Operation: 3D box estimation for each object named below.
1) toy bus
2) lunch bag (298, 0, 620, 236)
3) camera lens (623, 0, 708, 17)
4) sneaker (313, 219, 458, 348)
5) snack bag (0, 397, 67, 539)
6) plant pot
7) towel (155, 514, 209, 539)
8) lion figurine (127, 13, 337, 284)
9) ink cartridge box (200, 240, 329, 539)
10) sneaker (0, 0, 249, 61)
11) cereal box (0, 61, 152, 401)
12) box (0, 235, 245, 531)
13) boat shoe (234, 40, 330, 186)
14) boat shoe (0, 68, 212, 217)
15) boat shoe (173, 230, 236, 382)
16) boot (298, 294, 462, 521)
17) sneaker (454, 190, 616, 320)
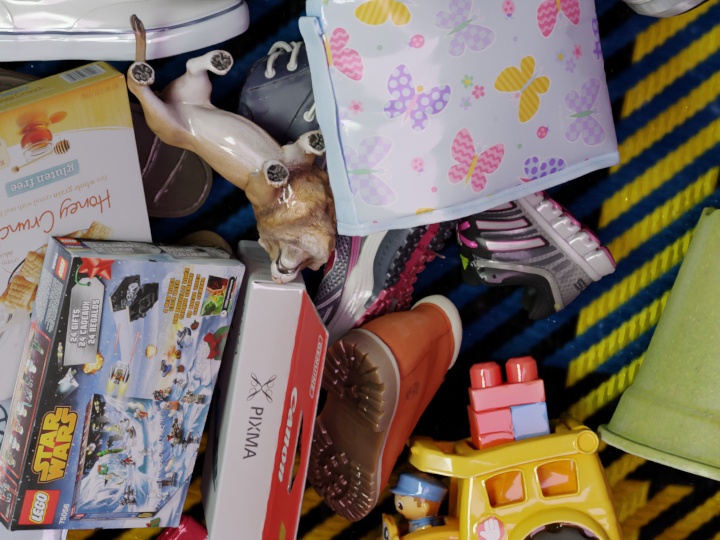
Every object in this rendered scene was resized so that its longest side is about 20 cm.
[{"bbox_3d":[0.089,0.165,1.603,0.198,0.136,0.194,-12,95,-3],"label":"toy bus"},{"bbox_3d":[0.053,-0.128,1.422,0.199,0.127,0.171,-21,106,-30],"label":"lunch bag"},{"bbox_3d":[0.186,-0.282,1.461,0.200,0.160,0.160,39,97,-17],"label":"camera lens"},{"bbox_3d":[0.000,0.000,1.557,0.075,0.080,0.201,43,121,22],"label":"sneaker"},{"bbox_3d":[-0.274,0.095,1.494,0.199,0.021,0.190,15,85,-27],"label":"snack bag"},{"bbox_3d":[0.289,0.057,1.578,0.199,0.200,0.186,13,93,-13],"label":"plant pot"},{"bbox_3d":[-0.111,0.292,1.656,0.200,0.022,0.145,42,94,-20],"label":"towel"},{"bbox_3d":[-0.088,-0.083,1.468,0.200,0.123,0.072,45,71,3],"label":"lion figurine"},{"bbox_3d":[-0.070,0.101,1.520,0.044,0.176,0.202,6,108,-12],"label":"ink cartridge box"},{"bbox_3d":[-0.174,-0.183,1.476,0.198,0.073,0.071,-5,111,-8],"label":"sneaker"},{"bbox_3d":[-0.211,-0.024,1.455,0.143,0.039,0.202,-22,120,-25],"label":"cereal box"},{"bbox_3d":[-0.166,0.079,1.482,0.136,0.040,0.202,4,110,-37],"label":"box"},{"bbox_3d":[-0.027,-0.144,1.513,0.092,0.075,0.201,22,99,-6],"label":"boat shoe"},{"bbox_3d":[-0.193,-0.096,1.504,0.199,0.068,0.072,25,92,-34],"label":"boat shoe"},{"bbox_3d":[-0.141,0.067,1.569,0.072,0.072,0.201,28,91,-47],"label":"boat shoe"},{"bbox_3d":[0.019,0.101,1.578,0.107,0.075,0.201,-34,156,-36],"label":"boot"},{"bbox_3d":[0.089,-0.035,1.564,0.199,0.074,0.088,38,96,-19],"label":"sneaker"}]
